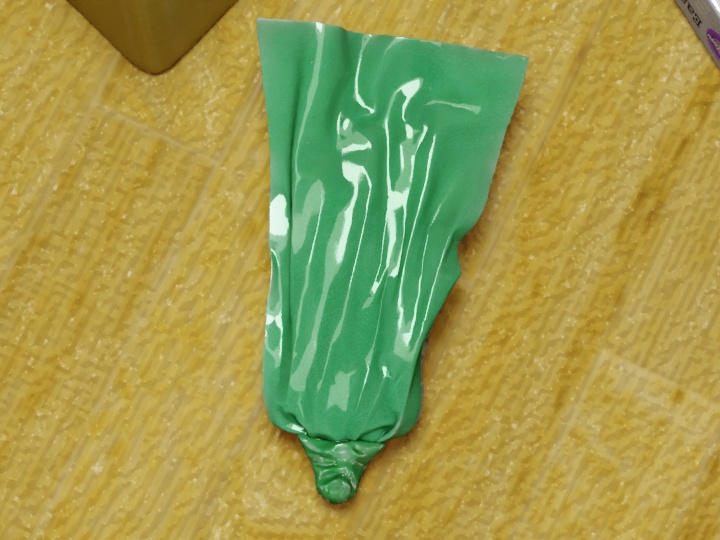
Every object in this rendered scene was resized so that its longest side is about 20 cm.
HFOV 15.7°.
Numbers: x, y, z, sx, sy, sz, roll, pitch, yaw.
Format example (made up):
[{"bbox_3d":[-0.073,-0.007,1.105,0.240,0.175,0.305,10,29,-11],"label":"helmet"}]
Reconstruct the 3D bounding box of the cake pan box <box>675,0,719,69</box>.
[{"bbox_3d":[0.195,-0.202,1.156,0.184,0.052,0.200,-31,82,-2],"label":"cake pan box"}]

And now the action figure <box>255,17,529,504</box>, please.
[{"bbox_3d":[0.000,0.000,1.121,0.118,0.055,0.201,8,88,0],"label":"action figure"}]

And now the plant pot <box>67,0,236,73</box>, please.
[{"bbox_3d":[-0.095,-0.233,1.087,0.195,0.200,0.194,43,83,6],"label":"plant pot"}]
